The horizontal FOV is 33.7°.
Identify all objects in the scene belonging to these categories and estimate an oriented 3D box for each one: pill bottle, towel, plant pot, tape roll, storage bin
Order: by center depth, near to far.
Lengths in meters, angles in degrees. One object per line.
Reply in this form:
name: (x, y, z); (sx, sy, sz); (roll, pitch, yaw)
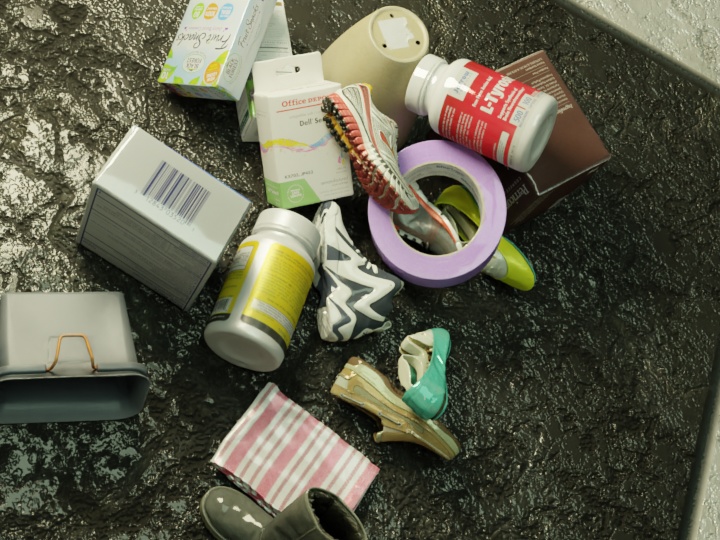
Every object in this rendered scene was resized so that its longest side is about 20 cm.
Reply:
storage bin: (-0.372, 0.098, 1.489); (0.197, 0.146, 0.136); (-1, 59, -22)
towel: (-0.084, 0.259, 1.586); (0.199, 0.030, 0.147); (39, 56, -3)
pill bottle: (-0.128, 0.024, 1.622); (0.113, 0.114, 0.202); (25, 62, -10)
pill bottle: (0.168, -0.227, 1.673); (0.198, 0.113, 0.113); (26, 59, 17)
tape roll: (0.110, -0.081, 1.709); (0.196, 0.066, 0.204); (0, 80, 2)
plant pot: (0.024, -0.294, 1.760); (0.184, 0.200, 0.190); (7, 65, -16)

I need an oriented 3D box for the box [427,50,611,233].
box: (0.240, -0.193, 1.827); (0.163, 0.166, 0.202); (-26, 79, -29)

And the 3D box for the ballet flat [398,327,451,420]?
ballet flat: (0.086, 0.126, 1.645); (0.070, 0.067, 0.201); (36, 26, -15)

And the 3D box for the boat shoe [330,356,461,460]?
boat shoe: (0.045, 0.209, 1.649); (0.199, 0.072, 0.077); (37, 75, 4)

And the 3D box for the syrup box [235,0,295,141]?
syrup box: (-0.146, -0.300, 1.768); (0.080, 0.079, 0.203); (-3, 70, -22)

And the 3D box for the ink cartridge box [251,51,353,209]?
ink cartridge box: (-0.082, -0.200, 1.685); (0.115, 0.067, 0.204); (-13, 107, -20)

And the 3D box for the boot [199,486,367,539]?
boot: (-0.099, 0.309, 1.465); (0.181, 0.200, 0.073); (36, 60, -4)

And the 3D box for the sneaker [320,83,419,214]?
sneaker: (0.029, -0.169, 1.647); (0.082, 0.078, 0.202); (-33, 99, -21)

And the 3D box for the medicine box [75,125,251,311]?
medicine box: (-0.260, -0.062, 1.554); (0.181, 0.200, 0.104); (33, 63, -6)

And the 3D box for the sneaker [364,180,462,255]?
sneaker: (0.078, -0.065, 1.776); (0.081, 0.077, 0.201); (-36, 79, -11)

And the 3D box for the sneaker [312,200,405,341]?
sneaker: (0.000, 0.000, 1.703); (0.127, 0.079, 0.203); (0, 69, -23)

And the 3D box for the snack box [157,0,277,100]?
snack box: (-0.197, -0.347, 1.699); (0.053, 0.141, 0.203); (28, 79, -44)

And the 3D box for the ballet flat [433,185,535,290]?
ballet flat: (0.181, -0.040, 1.798); (0.067, 0.067, 0.201); (-28, 75, -36)
